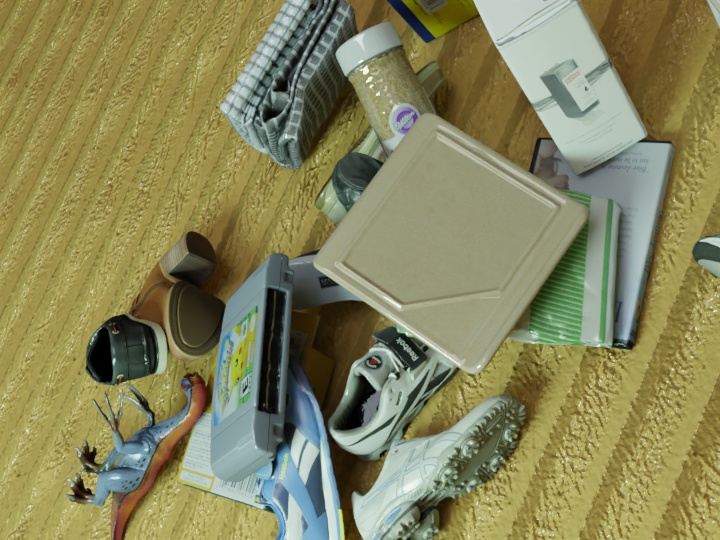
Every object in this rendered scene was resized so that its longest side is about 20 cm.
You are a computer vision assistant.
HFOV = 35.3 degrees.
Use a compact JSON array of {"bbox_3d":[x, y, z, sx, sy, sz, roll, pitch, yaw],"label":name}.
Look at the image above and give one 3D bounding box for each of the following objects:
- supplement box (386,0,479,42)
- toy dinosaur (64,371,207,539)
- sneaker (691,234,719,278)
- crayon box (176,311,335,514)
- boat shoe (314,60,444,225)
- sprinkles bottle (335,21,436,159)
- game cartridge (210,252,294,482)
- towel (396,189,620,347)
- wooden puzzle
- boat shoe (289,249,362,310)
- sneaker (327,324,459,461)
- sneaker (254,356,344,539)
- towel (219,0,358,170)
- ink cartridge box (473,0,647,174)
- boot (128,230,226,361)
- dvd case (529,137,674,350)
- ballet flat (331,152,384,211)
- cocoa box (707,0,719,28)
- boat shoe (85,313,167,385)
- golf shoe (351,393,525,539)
[{"bbox_3d":[0.119,-0.358,1.221,0.198,0.109,0.110,-26,58,23],"label":"supplement box"},{"bbox_3d":[-0.227,0.190,1.222,0.179,0.202,0.105,-19,24,16],"label":"toy dinosaur"},{"bbox_3d":[0.341,0.042,0.924,0.080,0.074,0.200,-50,52,11],"label":"sneaker"},{"bbox_3d":[-0.105,0.142,1.188,0.124,0.051,0.203,8,75,36],"label":"crayon box"},{"bbox_3d":[0.031,-0.133,1.216,0.063,0.073,0.202,38,89,-5],"label":"boat shoe"},{"bbox_3d":[0.047,-0.147,1.144,0.068,0.068,0.202,-27,90,21],"label":"sprinkles bottle"},{"bbox_3d":[-0.109,0.099,1.115,0.133,0.040,0.203,134,143,-57],"label":"game cartridge"},{"bbox_3d":[0.137,-0.006,1.044,0.196,0.023,0.155,4,71,11],"label":"towel"},{"bbox_3d":[0.082,-0.027,1.033,0.199,0.037,0.186,33,78,24],"label":"wooden puzzle"},{"bbox_3d":[0.000,0.000,1.172,0.196,0.057,0.070,-4,107,17],"label":"boat shoe"},{"bbox_3d":[0.039,0.092,1.088,0.074,0.088,0.202,32,89,31],"label":"sneaker"},{"bbox_3d":[-0.067,0.185,1.090,0.081,0.074,0.204,-10,78,-5],"label":"sneaker"},{"bbox_3d":[-0.064,-0.205,1.227,0.085,0.200,0.167,31,87,3],"label":"towel"},{"bbox_3d":[0.176,-0.208,1.045,0.084,0.200,0.147,-28,48,13],"label":"ink cartridge box"},{"bbox_3d":[-0.216,0.068,1.256,0.155,0.073,0.201,-48,25,25],"label":"boot"},{"bbox_3d":[0.210,-0.031,1.075,0.141,0.017,0.203,6,74,34],"label":"dvd case"},{"bbox_3d":[0.051,-0.043,1.110,0.066,0.057,0.200,-42,74,-15],"label":"ballet flat"},{"bbox_3d":[0.419,-0.214,0.943,0.199,0.133,0.132,-35,55,16],"label":"cocoa box"},{"bbox_3d":[-0.269,0.086,1.228,0.201,0.062,0.075,-6,90,63],"label":"boat shoe"},{"bbox_3d":[0.063,0.176,1.050,0.200,0.078,0.097,-47,46,6],"label":"golf shoe"}]
